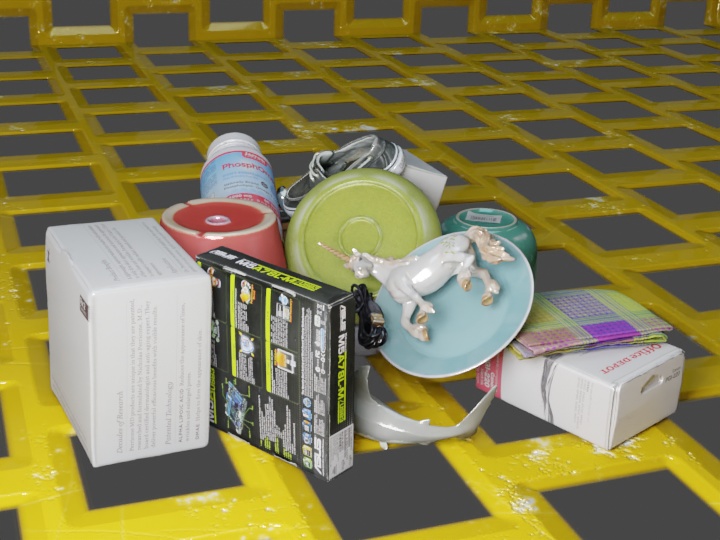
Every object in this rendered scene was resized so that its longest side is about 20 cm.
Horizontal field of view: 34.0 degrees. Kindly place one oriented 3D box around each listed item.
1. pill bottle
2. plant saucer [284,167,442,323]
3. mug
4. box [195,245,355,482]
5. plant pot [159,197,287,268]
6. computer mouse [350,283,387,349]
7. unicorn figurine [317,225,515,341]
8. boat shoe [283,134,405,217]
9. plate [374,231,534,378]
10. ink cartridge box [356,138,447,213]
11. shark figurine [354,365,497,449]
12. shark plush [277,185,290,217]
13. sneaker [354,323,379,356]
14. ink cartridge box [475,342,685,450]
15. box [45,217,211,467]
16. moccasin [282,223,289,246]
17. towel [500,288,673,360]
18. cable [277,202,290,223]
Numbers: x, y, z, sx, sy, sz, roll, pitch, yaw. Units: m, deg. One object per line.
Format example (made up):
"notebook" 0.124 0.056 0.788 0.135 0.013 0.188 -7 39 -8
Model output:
"pill bottle" -0.171 -0.104 1.659 0.107 0.110 0.201 -2 41 -10
"plant saucer" 0.002 -0.036 1.444 0.197 0.203 0.031 5 -15 9
"mug" 0.160 -0.017 1.647 0.183 0.116 0.152 -12 26 -34
"box" -0.091 0.095 1.224 0.192 0.203 0.047 19 28 39
"plant pot" -0.173 0.016 1.445 0.198 0.180 0.201 2 22 -1
"computer mouse" -0.058 0.098 1.356 0.199 0.044 0.110 -33 33 -1
"unicorn figurine" 0.069 0.007 1.343 0.198 0.074 0.138 -18 45 -7
"boat shoe" -0.035 -0.131 1.545 0.199 0.071 0.073 -25 44 32
"plate" 0.107 0.041 1.350 0.198 0.026 0.202 -15 49 18
"ink cartridge box" 0.027 -0.064 1.620 0.087 0.202 0.145 9 15 -27
"shark figurine" 0.029 0.143 1.272 0.212 0.091 0.128 11 24 26
"shark plush" -0.055 -0.035 1.633 0.090 0.084 0.202 -12 60 -8
"sneaker" 0.070 0.063 1.486 0.197 0.076 0.114 5 24 15
"ink cartridge box" 0.253 0.115 1.365 0.145 0.086 0.199 -18 27 -40
"box" -0.254 0.070 1.270 0.129 0.203 0.199 -6 23 -26
"moccasin" -0.092 -0.030 1.725 0.200 0.075 0.077 -7 14 -42
"towel" 0.241 0.059 1.361 0.197 0.023 0.144 -6 23 -20
"cable" -0.105 -0.096 1.773 0.197 0.051 0.097 -8 6 -11
